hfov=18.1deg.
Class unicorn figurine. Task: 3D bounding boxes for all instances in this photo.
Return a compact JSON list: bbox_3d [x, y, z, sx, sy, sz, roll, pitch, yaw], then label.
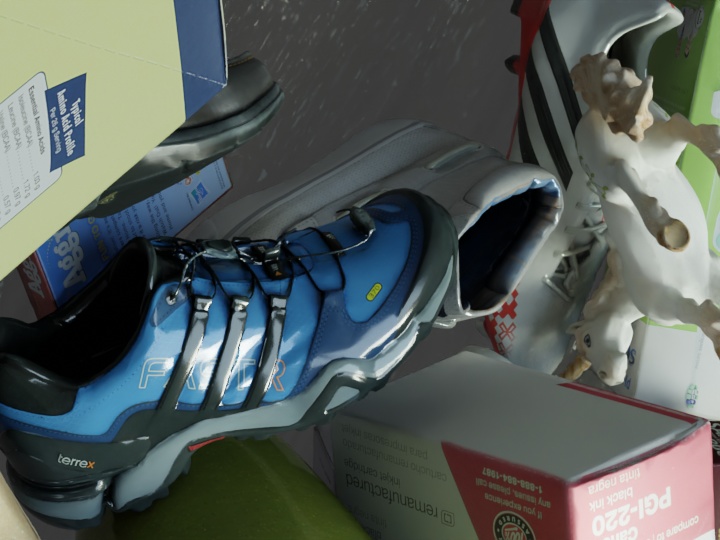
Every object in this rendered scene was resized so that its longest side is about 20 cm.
[{"bbox_3d":[0.129,-0.008,0.993,0.073,0.137,0.201,-15,115,-21],"label":"unicorn figurine"}]

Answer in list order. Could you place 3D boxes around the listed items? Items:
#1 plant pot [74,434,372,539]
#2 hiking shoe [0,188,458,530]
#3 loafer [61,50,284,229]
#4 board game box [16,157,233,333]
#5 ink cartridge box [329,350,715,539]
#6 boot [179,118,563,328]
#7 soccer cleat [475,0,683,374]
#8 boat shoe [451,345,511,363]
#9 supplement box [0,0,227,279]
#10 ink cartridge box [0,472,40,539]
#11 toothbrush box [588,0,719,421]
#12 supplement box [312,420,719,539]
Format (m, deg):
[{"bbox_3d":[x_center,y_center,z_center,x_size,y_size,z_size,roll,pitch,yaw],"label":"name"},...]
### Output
[{"bbox_3d":[-0.041,0.168,0.865,0.186,0.201,0.188,-16,148,-10],"label":"plant pot"},{"bbox_3d":[-0.051,0.019,0.850,0.199,0.074,0.087,-32,131,-13],"label":"hiking shoe"},{"bbox_3d":[-0.098,-0.056,0.798,0.200,0.073,0.073,-28,91,-56],"label":"loafer"},{"bbox_3d":[-0.111,-0.086,0.840,0.103,0.019,0.201,-44,133,-34],"label":"board game box"},{"bbox_3d":[0.068,0.151,0.917,0.084,0.145,0.202,-19,111,-37],"label":"ink cartridge box"},{"bbox_3d":[0.000,0.000,0.945,0.200,0.095,0.074,-41,131,-35],"label":"boot"},{"bbox_3d":[0.104,-0.040,1.068,0.068,0.085,0.202,-4,105,-50],"label":"soccer cleat"},{"bbox_3d":[0.062,0.133,1.089,0.064,0.070,0.201,-34,126,-36],"label":"boat shoe"},{"bbox_3d":[-0.155,-0.089,0.627,0.200,0.134,0.201,-43,155,-25],"label":"supplement box"},{"bbox_3d":[-0.217,0.094,0.727,0.200,0.075,0.165,-47,136,-31],"label":"ink cartridge box"},{"bbox_3d":[0.206,-0.029,1.102,0.144,0.086,0.202,7,99,-12],"label":"toothbrush box"},{"bbox_3d":[0.077,0.128,1.028,0.198,0.061,0.110,1,106,-11],"label":"supplement box"}]
